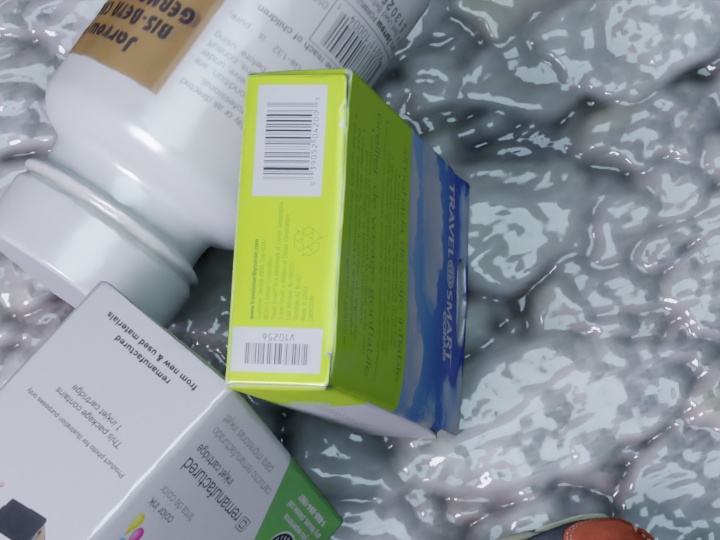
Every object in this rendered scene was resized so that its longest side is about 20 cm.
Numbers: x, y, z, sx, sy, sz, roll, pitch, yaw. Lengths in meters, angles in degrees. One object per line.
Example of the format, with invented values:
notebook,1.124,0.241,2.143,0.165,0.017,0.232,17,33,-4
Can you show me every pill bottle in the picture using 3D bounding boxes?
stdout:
pill bottle,-0.068,-0.073,0.957,0.114,0.114,0.200,34,81,3

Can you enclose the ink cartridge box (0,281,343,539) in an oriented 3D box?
ink cartridge box,-0.119,0.126,0.897,0.084,0.145,0.200,37,79,31

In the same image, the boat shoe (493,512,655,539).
boat shoe,0.035,0.153,0.952,0.199,0.063,0.071,-19,108,-4

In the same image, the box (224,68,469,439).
box,0.000,0.000,0.915,0.047,0.200,0.123,1,80,16
